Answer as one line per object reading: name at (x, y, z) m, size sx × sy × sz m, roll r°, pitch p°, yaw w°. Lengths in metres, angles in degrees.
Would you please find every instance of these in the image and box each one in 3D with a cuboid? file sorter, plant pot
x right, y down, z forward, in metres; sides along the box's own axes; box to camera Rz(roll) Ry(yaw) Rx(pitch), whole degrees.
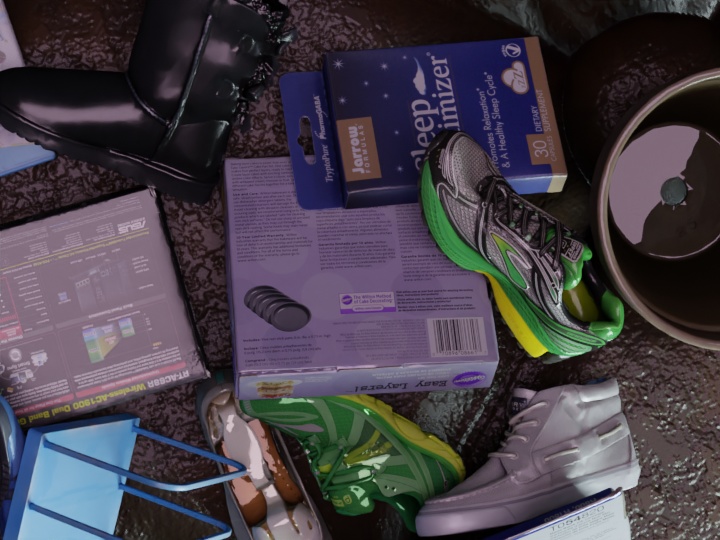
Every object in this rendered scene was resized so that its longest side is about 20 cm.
file sorter at (-0.178, 0.222, 1.398) m, size 0.122 × 0.139 × 0.201 m, roll 17°, pitch 97°, yaw 23°
plant pot at (0.252, -0.053, 1.422) m, size 0.199 × 0.174 × 0.201 m, roll -1°, pitch 98°, yaw -7°

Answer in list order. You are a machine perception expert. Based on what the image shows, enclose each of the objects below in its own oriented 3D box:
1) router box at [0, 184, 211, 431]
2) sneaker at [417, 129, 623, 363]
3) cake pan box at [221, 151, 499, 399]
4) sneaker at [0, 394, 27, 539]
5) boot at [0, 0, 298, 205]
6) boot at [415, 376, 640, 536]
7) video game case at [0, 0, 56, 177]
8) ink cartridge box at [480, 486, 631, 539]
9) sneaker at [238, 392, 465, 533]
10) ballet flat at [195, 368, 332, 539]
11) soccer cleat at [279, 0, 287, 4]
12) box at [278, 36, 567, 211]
router box at (-0.226, 0.033, 1.431) m, size 0.199 × 0.062 × 0.150 m, roll -16°, pitch 98°, yaw -5°
sneaker at (0.117, -0.024, 1.360) m, size 0.200 × 0.085 × 0.078 m, roll 49°, pitch 53°, yaw -19°
cake pan box at (0.000, 0.000, 1.414) m, size 0.199 × 0.052 × 0.185 m, roll -4°, pitch 63°, yaw -7°
sneaker at (-0.261, 0.151, 1.406) m, size 0.066 × 0.078 × 0.201 m, roll 14°, pitch 130°, yaw 20°
boot at (-0.156, -0.151, 1.377) m, size 0.198 × 0.073 × 0.163 m, roll 21°, pitch 110°, yaw -10°
boot at (0.121, 0.138, 1.468) m, size 0.200 × 0.073 × 0.096 m, roll -12°, pitch 90°, yaw -32°
video game case at (-0.324, -0.155, 1.419) m, size 0.143 × 0.018 × 0.201 m, roll -19°, pitch 99°, yaw -5°
ink cartridge box at (0.109, 0.233, 1.446) m, size 0.199 × 0.200 × 0.041 m, roll -21°, pitch 55°, yaw -4°
sneaker at (-0.007, 0.138, 1.440) m, size 0.200 × 0.074 × 0.084 m, roll 30°, pitch 71°, yaw -24°
ballet flat at (-0.073, 0.171, 1.466) m, size 0.067 × 0.064 × 0.200 m, roll -24°, pitch 99°, yaw -3°
soccer cleat at (-0.145, -0.225, 1.409) m, size 0.199 × 0.069 × 0.078 m, roll 8°, pitch 99°, yaw -11°
box at (0.045, -0.109, 1.431) m, size 0.199 × 0.032 × 0.121 m, roll -6°, pitch 66°, yaw -8°
